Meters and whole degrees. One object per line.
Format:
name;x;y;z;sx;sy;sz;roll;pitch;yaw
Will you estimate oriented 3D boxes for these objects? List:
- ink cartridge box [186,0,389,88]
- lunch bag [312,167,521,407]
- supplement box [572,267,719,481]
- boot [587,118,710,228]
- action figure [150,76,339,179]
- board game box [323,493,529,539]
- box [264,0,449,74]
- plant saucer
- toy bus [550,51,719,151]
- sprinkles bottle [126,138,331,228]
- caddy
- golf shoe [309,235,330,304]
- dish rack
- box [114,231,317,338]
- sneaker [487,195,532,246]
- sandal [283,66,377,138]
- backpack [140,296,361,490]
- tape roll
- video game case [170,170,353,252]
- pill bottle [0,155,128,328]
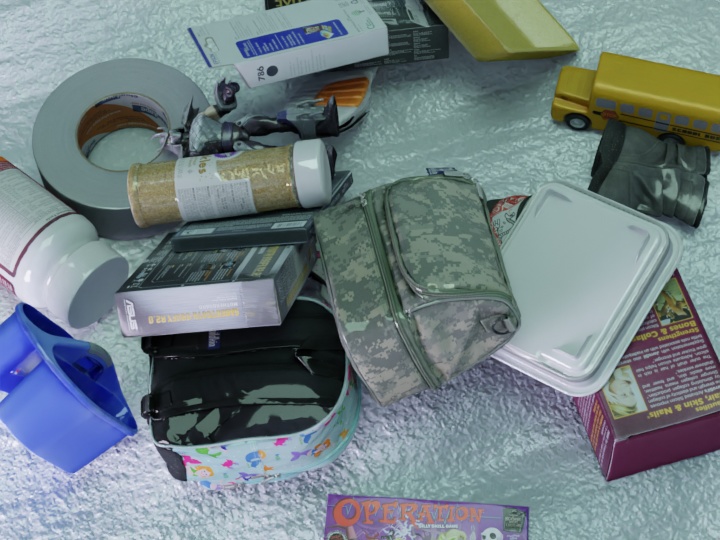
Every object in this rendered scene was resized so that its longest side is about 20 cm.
ink cartridge box;-0.078;-0.246;1.749;0.200;0.039;0.099;-14;39;-12
lunch bag;0.058;0.006;1.574;0.168;0.139;0.200;-20;45;7
supplement box;0.276;0.090;1.636;0.131;0.103;0.200;-14;60;-6
boot;0.305;-0.068;1.751;0.131;0.070;0.200;18;67;4
action figure;-0.124;-0.142;1.726;0.200;0.069;0.130;0;70;6
board game box;0.062;0.281;1.577;0.200;0.032;0.120;3;56;3
box;-0.008;-0.292;1.867;0.200;0.050;0.158;-6;41;-2
plant saucer;0.133;-0.303;1.836;0.200;0.048;0.200;51;28;15
toy bus;0.316;-0.189;1.809;0.200;0.078;0.065;13;61;9
sprinkles bottle;-0.131;-0.087;1.646;0.200;0.068;0.068;-7;60;7
caddy;-0.291;0.110;1.593;0.105;0.200;0.141;-39;64;-1
golf shoe;0.000;0.000;1.720;0.200;0.073;0.092;14;76;17
dish rack;0.202;0.008;1.602;0.172;0.044;0.200;27;78;27
box;-0.138;0.005;1.613;0.158;0.048;0.200;-5;18;10
sneaker;0.160;-0.001;1.679;0.108;0.067;0.202;-9;45;35
sandal;-0.019;-0.194;1.836;0.079;0.059;0.207;10;39;19
backpack;-0.098;0.119;1.596;0.200;0.151;0.178;-11;54;10
tape roll;-0.257;-0.135;1.800;0.200;0.066;0.201;0;59;1
video game case;-0.098;-0.063;1.695;0.143;0.019;0.200;-4;18;15
pill bottle;-0.346;-0.030;1.716;0.200;0.110;0.110;35;67;19
